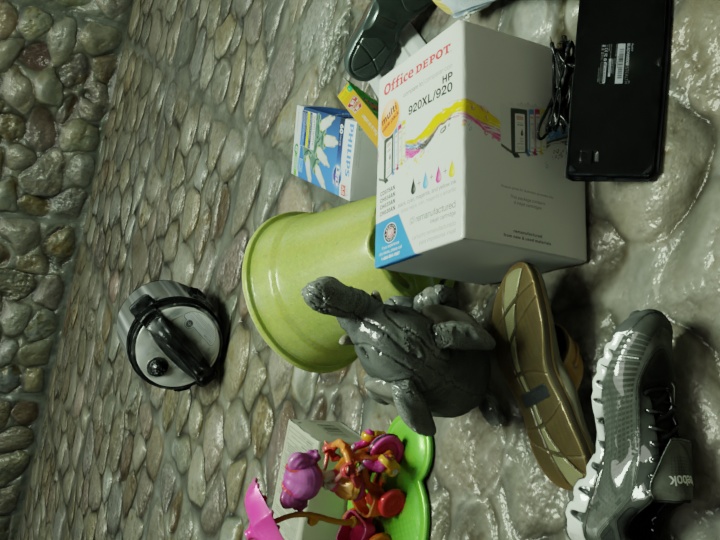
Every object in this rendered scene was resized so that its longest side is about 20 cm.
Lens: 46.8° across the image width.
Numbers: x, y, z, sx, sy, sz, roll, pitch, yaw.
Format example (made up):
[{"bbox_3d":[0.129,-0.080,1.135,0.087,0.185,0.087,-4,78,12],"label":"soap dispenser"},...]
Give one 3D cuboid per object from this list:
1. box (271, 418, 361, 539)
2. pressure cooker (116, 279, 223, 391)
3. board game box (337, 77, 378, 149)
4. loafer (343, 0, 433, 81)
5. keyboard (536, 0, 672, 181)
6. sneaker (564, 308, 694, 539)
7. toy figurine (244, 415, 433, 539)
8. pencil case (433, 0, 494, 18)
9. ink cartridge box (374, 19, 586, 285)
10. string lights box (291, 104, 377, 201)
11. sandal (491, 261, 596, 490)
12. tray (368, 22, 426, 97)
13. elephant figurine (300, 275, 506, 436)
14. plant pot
[{"bbox_3d":[-0.058,0.298,1.051,0.095,0.078,0.200,20,100,60],"label":"box"},{"bbox_3d":[-0.341,0.121,1.506,0.200,0.176,0.179,-149,67,-63],"label":"pressure cooker"},{"bbox_3d":[0.043,-0.144,0.946,0.030,0.095,0.200,-45,48,18],"label":"board game box"},{"bbox_3d":[0.038,-0.334,1.038,0.200,0.072,0.063,-53,33,21],"label":"loafer"},{"bbox_3d":[0.214,-0.174,0.726,0.104,0.040,0.200,5,83,22],"label":"keyboard"},{"bbox_3d":[0.216,0.131,0.624,0.090,0.066,0.200,26,109,57],"label":"sneaker"},{"bbox_3d":[-0.033,0.245,0.902,0.150,0.184,0.200,34,109,53],"label":"toy figurine"},{"bbox_3d":[0.146,-0.314,0.847,0.200,0.083,0.091,16,100,61],"label":"pencil case"},{"bbox_3d":[0.110,-0.102,0.789,0.147,0.144,0.200,-19,66,58],"label":"ink cartridge box"},{"bbox_3d":[-0.027,-0.163,1.129,0.200,0.059,0.103,32,120,60],"label":"string lights box"},{"bbox_3d":[0.169,0.090,0.736,0.080,0.054,0.200,-40,63,57],"label":"sandal"},{"bbox_3d":[0.048,-0.253,1.070,0.107,0.022,0.200,-62,34,32],"label":"tray"},{"bbox_3d":[0.046,0.077,0.743,0.200,0.155,0.142,32,-127,-79],"label":"elephant figurine"},{"bbox_3d":[0.000,0.000,0.940,0.184,0.200,0.201,-23,63,45],"label":"plant pot"}]
